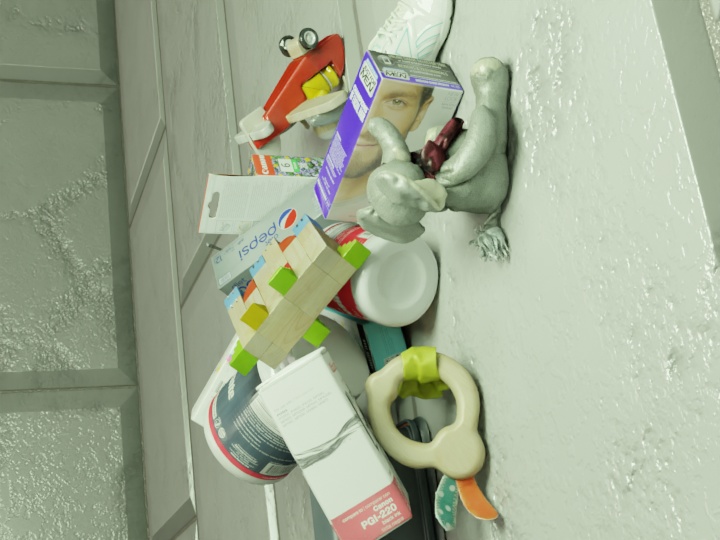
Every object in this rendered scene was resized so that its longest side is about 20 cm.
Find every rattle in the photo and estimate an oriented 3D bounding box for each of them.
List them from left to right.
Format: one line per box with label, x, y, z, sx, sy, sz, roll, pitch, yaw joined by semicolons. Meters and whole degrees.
rattle;0.087;0.193;1.252;0.202;0.129;0.143;56;161;12

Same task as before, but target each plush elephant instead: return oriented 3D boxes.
plush elephant;0.068;-0.103;1.170;0.165;0.152;0.204;137;130;-63

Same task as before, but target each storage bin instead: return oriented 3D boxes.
storage bin;0.009;0.290;1.363;0.146;0.132;0.204;135;132;-62

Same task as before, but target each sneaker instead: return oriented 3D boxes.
sneaker;0.055;-0.273;1.313;0.071;0.079;0.204;-124;41;-58

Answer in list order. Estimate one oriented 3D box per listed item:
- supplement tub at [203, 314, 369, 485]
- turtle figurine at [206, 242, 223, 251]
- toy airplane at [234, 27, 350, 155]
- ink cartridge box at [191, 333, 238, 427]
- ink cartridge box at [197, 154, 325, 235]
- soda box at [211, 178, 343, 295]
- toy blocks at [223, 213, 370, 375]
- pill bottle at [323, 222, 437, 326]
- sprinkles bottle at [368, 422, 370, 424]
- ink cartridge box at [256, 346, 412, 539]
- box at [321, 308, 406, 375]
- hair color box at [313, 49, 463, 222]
supplement tub;-0.094;0.162;1.405;0.200;0.139;0.142;-47;44;31
turtle figurine;-0.136;-0.050;1.746;0.145;0.199;0.194;-54;19;-2
toy airplane;-0.086;-0.228;1.607;0.199;0.140;0.202;-41;29;23
ink cartridge box;-0.140;0.151;1.611;0.202;0.127;0.125;-59;7;-5
ink cartridge box;-0.126;-0.104;1.557;0.051;0.196;0.110;-109;28;-43
soda box;-0.108;-0.035;1.547;0.199;0.068;0.064;-35;47;14
toy blocks;-0.087;0.016;1.316;0.201;0.099;0.137;-50;28;8
pill bottle;0.000;0.000;1.378;0.199;0.110;0.115;12;102;60
sprinkles bottle;-0.040;0.222;1.587;0.199;0.067;0.070;-163;74;-68
ink cartridge box;-0.027;0.191;1.224;0.202;0.084;0.146;59;179;1
box;0.000;0.087;1.473;0.199;0.048;0.084;16;124;68
hair color box;0.029;-0.150;1.311;0.202;0.107;0.065;-67;32;34
